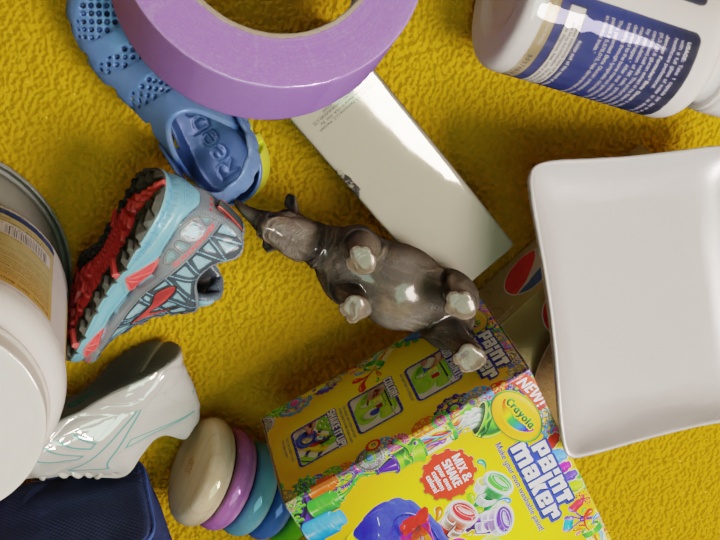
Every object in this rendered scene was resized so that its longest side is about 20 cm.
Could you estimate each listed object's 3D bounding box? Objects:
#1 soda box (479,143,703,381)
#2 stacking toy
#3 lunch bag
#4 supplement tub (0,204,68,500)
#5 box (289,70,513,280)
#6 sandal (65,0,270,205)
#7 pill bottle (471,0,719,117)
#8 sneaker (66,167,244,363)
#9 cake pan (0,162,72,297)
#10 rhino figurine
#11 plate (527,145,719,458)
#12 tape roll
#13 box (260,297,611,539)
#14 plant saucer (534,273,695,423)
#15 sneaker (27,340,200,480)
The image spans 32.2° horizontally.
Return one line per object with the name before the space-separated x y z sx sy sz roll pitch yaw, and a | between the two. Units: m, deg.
soda box | 0.176 -0.003 0.983 0.200 0.068 0.064 -43 114 6
stacking toy | -0.052 0.188 1.010 0.198 0.085 0.086 24 105 -27
lunch bag | -0.222 0.245 0.956 0.197 0.136 0.134 -12 116 -8
supplement tub | -0.258 0.050 0.790 0.142 0.200 0.146 -4 113 -11
box | 0.022 -0.078 0.911 0.068 0.082 0.200 -39 114 5
sandal | -0.125 -0.120 0.857 0.079 0.087 0.200 -37 113 6
pill bottle | 0.189 -0.173 0.893 0.198 0.111 0.112 13 109 -17
sneaker | -0.146 0.015 0.879 0.095 0.080 0.200 18 141 -25
cake pan | -0.307 0.010 0.895 0.198 0.037 0.203 -5 113 -11
rhino figurine | 0.000 0.000 0.865 0.198 0.088 0.060 26 102 -6
plate | 0.203 0.017 0.895 0.197 0.032 0.203 -8 91 -29
tape roll | -0.060 -0.202 0.795 0.197 0.066 0.203 3 77 -14
box | 0.061 0.165 0.925 0.191 0.122 0.201 -29 116 0
plant saucer | 0.229 0.067 0.996 0.198 0.036 0.202 -21 138 -20
sneaker | -0.214 0.131 0.949 0.198 0.071 0.081 -24 118 -3
